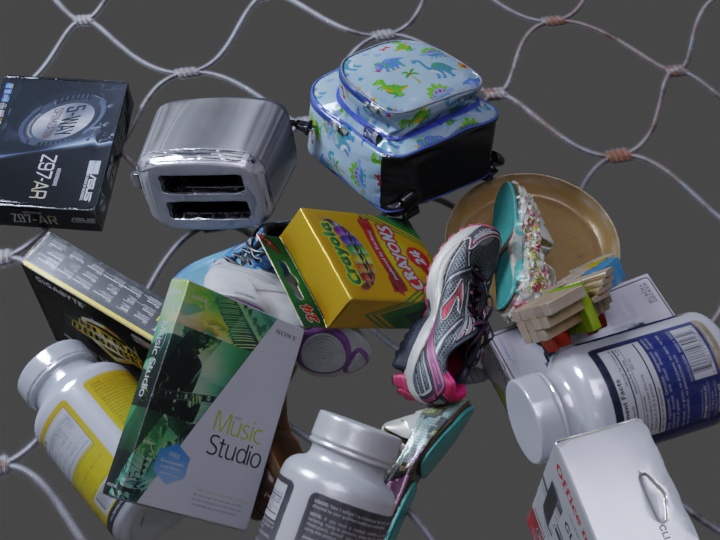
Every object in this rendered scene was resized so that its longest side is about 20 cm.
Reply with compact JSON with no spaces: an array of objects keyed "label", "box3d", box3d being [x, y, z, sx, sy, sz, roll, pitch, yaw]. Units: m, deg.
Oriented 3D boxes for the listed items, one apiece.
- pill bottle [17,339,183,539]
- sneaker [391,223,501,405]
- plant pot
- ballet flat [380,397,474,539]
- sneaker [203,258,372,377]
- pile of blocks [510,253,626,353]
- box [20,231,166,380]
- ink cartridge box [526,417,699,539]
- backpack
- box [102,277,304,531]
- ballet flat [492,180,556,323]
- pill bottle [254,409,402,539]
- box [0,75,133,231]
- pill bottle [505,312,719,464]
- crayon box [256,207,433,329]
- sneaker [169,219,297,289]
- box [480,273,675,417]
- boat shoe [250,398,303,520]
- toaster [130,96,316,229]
[{"label":"pill bottle","box3d":[-0.247,0.162,1.034,0.112,0.112,0.200,-37,65,-21]},{"label":"sneaker","box3d":[0.107,0.047,1.082,0.074,0.081,0.201,5,68,45]},{"label":"plant pot","box3d":[0.195,-0.025,1.205,0.199,0.028,0.201,0,57,1]},{"label":"ballet flat","box3d":[0.038,0.195,1.043,0.071,0.069,0.200,26,65,19]},{"label":"sneaker","box3d":[-0.073,0.043,1.103,0.199,0.075,0.100,26,30,-23]},{"label":"pile of blocks","box3d":[0.225,0.034,1.030,0.200,0.082,0.062,-27,94,-53]},{"label":"box","box3d":[-0.238,0.064,1.068,0.199,0.160,0.049,29,62,16]},{"label":"ink cartridge box","box3d":[0.220,0.242,0.932,0.083,0.200,0.145,-13,58,-9]},{"label":"backpack","box3d":[0.041,-0.180,1.219,0.183,0.148,0.200,-26,44,-32]},{"label":"box","box3d":[-0.138,0.125,0.964,0.036,0.144,0.201,-1,70,48]},{"label":"ballet flat","box3d":[0.178,-0.015,1.139,0.064,0.076,0.201,19,45,-13]},{"label":"pill bottle","box3d":[-0.034,0.233,0.950,0.110,0.111,0.201,19,84,12]},{"label":"box","box3d":[-0.372,-0.144,1.268,0.159,0.044,0.201,4,57,3]},{"label":"pill bottle","box3d":[0.245,0.116,0.999,0.199,0.111,0.111,-15,59,-11]},{"label":"crayon box","box3d":[0.000,0.000,1.109,0.199,0.051,0.127,2,48,-45]},{"label":"sneaker","box3d":[-0.119,-0.018,1.162,0.199,0.090,0.079,-23,60,-13]},{"label":"box","box3d":[0.240,0.094,1.109,0.199,0.060,0.117,-20,60,-13]},{"label":"boat shoe","box3d":[-0.111,0.153,1.067,0.070,0.070,0.201,-37,49,24]},{"label":"toaster","box3d":[-0.156,-0.120,1.191,0.199,0.114,0.129,1,41,12]}]
